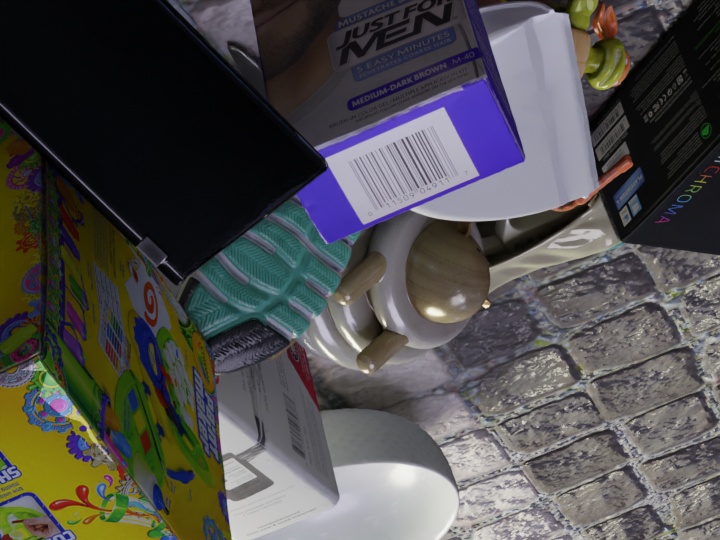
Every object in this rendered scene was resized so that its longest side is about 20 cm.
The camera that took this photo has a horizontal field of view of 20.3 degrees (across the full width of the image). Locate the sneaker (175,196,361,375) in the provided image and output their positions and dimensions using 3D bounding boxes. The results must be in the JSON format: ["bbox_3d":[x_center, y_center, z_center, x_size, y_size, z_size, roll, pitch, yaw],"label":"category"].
[{"bbox_3d":[-0.042,-0.022,1.171,0.074,0.088,0.200,44,81,-15],"label":"sneaker"}]

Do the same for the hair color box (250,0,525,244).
[{"bbox_3d":[0.007,-0.116,1.017,0.109,0.200,0.065,-23,130,9],"label":"hair color box"}]

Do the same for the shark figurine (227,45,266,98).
[{"bbox_3d":[-0.124,-0.040,1.185,0.214,0.090,0.128,-17,148,5],"label":"shark figurine"}]

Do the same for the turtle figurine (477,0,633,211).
[{"bbox_3d":[0.099,-0.137,1.151,0.161,0.064,0.200,9,115,-28],"label":"turtle figurine"}]

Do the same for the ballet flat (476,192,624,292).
[{"bbox_3d":[0.086,-0.024,1.320,0.200,0.070,0.070,-22,147,-2],"label":"ballet flat"}]

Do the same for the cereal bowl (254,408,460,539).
[{"bbox_3d":[-0.028,0.165,1.527,0.200,0.083,0.200,-11,147,-7],"label":"cereal bowl"}]

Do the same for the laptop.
[{"bbox_3d":[-0.111,-0.101,0.958,0.116,0.200,0.187,-42,100,14],"label":"laptop"}]

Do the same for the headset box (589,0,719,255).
[{"bbox_3d":[0.274,-0.091,1.272,0.200,0.093,0.174,7,141,-32],"label":"headset box"}]

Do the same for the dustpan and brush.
[{"bbox_3d":[0.020,-0.072,1.100,0.200,0.057,0.140,-21,133,-4],"label":"dustpan and brush"}]

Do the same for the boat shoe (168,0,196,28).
[{"bbox_3d":[-0.141,-0.173,1.011,0.071,0.070,0.201,-39,142,-7],"label":"boat shoe"}]

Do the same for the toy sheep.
[{"bbox_3d":[0.000,0.000,1.248,0.200,0.138,0.138,10,168,42],"label":"toy sheep"}]

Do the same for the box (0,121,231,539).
[{"bbox_3d":[-0.161,0.064,0.998,0.122,0.200,0.193,-24,127,10],"label":"box"}]

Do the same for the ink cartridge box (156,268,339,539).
[{"bbox_3d":[-0.102,0.070,1.298,0.083,0.145,0.200,-23,147,15],"label":"ink cartridge box"}]

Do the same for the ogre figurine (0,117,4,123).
[{"bbox_3d":[-0.282,-0.085,1.045,0.200,0.098,0.120,19,156,10],"label":"ogre figurine"}]
